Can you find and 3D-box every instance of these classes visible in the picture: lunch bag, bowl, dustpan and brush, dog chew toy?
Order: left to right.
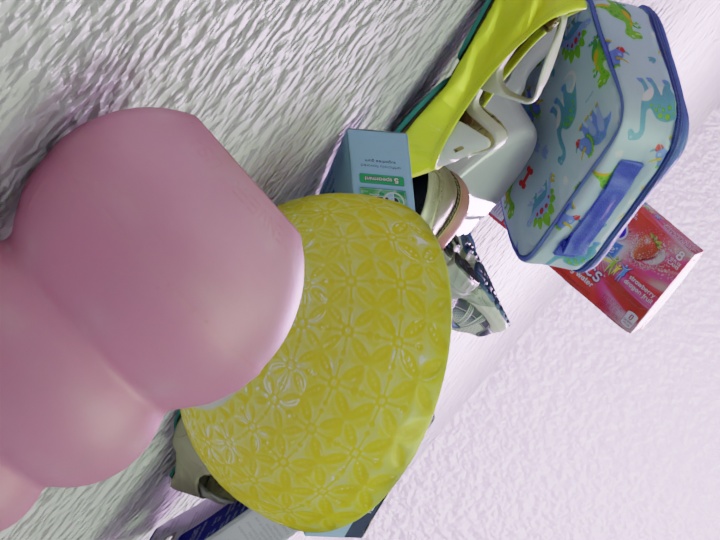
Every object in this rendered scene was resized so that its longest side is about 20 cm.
[{"bbox_3d":[-0.119,0.029,0.783,0.200,0.125,0.125,-42,171,0],"label":"dog chew toy"},{"bbox_3d":[-0.051,0.041,1.095,0.107,0.201,0.201,18,119,-34],"label":"bowl"},{"bbox_3d":[0.109,-0.117,1.519,0.200,0.057,0.139,-47,162,18],"label":"dustpan and brush"},{"bbox_3d":[0.182,-0.105,1.556,0.201,0.082,0.162,120,-31,-43],"label":"lunch bag"}]

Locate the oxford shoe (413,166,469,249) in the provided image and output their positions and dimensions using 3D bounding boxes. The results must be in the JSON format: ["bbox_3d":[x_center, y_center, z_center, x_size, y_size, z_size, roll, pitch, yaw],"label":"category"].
[{"bbox_3d":[0.000,0.000,1.414,0.201,0.070,0.074,-58,153,-2],"label":"oxford shoe"}]

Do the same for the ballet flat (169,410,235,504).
[{"bbox_3d":[-0.106,0.142,1.426,0.070,0.069,0.200,-48,171,-13],"label":"ballet flat"}]

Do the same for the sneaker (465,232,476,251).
[{"bbox_3d":[0.046,0.012,1.687,0.200,0.075,0.088,-56,-174,43],"label":"sneaker"}]

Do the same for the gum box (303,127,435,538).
[{"bbox_3d":[-0.004,0.042,1.217,0.170,0.044,0.202,117,-27,-55],"label":"gum box"}]

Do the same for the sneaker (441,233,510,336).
[{"bbox_3d":[0.057,0.014,1.539,0.085,0.078,0.200,-28,155,10],"label":"sneaker"}]

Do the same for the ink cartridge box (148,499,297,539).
[{"bbox_3d":[-0.083,0.188,1.497,0.199,0.047,0.198,-37,-175,7],"label":"ink cartridge box"}]

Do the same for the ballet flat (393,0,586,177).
[{"bbox_3d":[0.082,-0.121,1.294,0.201,0.067,0.067,-55,171,23],"label":"ballet flat"}]

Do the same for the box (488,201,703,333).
[{"bbox_3d":[0.223,-0.042,1.865,0.100,0.200,0.095,-52,169,14],"label":"box"}]
